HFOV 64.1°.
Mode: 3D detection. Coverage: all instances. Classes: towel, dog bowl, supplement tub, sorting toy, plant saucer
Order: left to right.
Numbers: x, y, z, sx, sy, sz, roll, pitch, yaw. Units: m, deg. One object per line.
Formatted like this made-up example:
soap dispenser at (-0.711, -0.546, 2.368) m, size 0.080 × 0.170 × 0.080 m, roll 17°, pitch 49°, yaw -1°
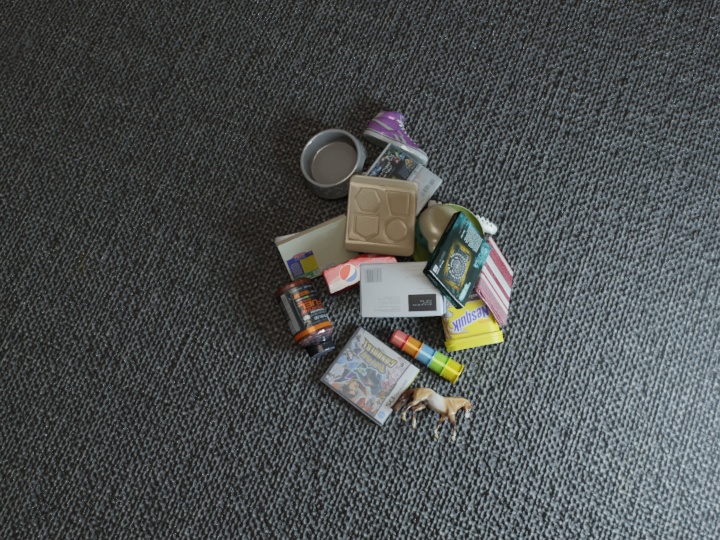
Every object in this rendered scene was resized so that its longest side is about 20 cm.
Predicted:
supplement tub at (-0.139, 0.126, 1.507) m, size 0.107 × 0.107 × 0.201 m, roll -25°, pitch 79°, yaw -4°
dog bowl at (-0.078, -0.303, 1.602) m, size 0.199 × 0.059 × 0.201 m, roll -4°, pitch 74°, yaw 14°
sorting toy at (0.055, -0.143, 1.519) m, size 0.184 × 0.036 × 0.201 m, roll 5°, pitch 84°, yaw -6°
plant saucer at (0.232, -0.081, 1.543) m, size 0.199 × 0.031 × 0.201 m, roll 2°, pitch 105°, yaw 7°
towel at (0.342, 0.024, 1.469) m, size 0.023 × 0.144 × 0.200 m, roll -17°, pitch 34°, yaw 35°

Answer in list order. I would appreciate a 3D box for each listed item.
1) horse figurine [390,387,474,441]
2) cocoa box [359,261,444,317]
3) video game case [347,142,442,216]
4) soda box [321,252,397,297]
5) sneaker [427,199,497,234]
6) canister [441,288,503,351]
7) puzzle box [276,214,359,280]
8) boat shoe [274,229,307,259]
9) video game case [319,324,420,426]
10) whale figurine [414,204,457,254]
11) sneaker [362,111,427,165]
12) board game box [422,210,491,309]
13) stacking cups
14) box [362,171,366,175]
horse figurine at (0.180, 0.349, 1.457) m, size 0.199 × 0.050 × 0.133 m, roll 19°, pitch 53°, yaw 10°
cocoa box at (0.108, 0.048, 1.431) m, size 0.199 × 0.131 × 0.134 m, roll -2°, pitch 87°, yaw 13°
video game case at (0.095, -0.220, 1.565) m, size 0.182 × 0.023 × 0.200 m, roll 36°, pitch 79°, yaw 1°
soda box at (0.000, 0.000, 1.551) m, size 0.199 × 0.063 × 0.070 m, roll -24°, pitch 78°, yaw -3°
sneaker at (0.272, -0.129, 1.573) m, size 0.199 × 0.075 × 0.081 m, roll 19°, pitch 96°, yaw 6°
canister at (0.275, 0.099, 1.495) m, size 0.148 × 0.087 × 0.201 m, roll -13°, pitch 81°, yaw 10°
puzzle box at (-0.111, -0.054, 1.539) m, size 0.199 × 0.025 × 0.133 m, roll -23°, pitch 122°, yaw -6°
boat shoe at (-0.133, -0.078, 1.577) m, size 0.199 × 0.072 × 0.071 m, roll -13°, pitch 97°, yaw 1°
video game case at (0.025, 0.274, 1.509) m, size 0.200 × 0.026 × 0.181 m, roll 35°, pitch 81°, yaw 9°
whale figurine at (0.218, -0.069, 1.463) m, size 0.159 × 0.104 × 0.200 m, roll -32°, pitch 83°, yaw -38°
sneaker at (0.119, -0.385, 1.628) m, size 0.200 × 0.073 × 0.115 m, roll 31°, pitch 76°, yaw 7°
board game box at (0.234, -0.026, 1.371) m, size 0.135 × 0.028 × 0.200 m, roll 46°, pitch 56°, yaw -21°
stacking cups at (0.168, 0.224, 1.503) m, size 0.199 × 0.061 × 0.061 m, roll 28°, pitch 80°, yaw 11°
box at (0.095, -0.242, 1.613) m, size 0.199 × 0.039 × 0.042 m, roll 6°, pitch 79°, yaw 3°
